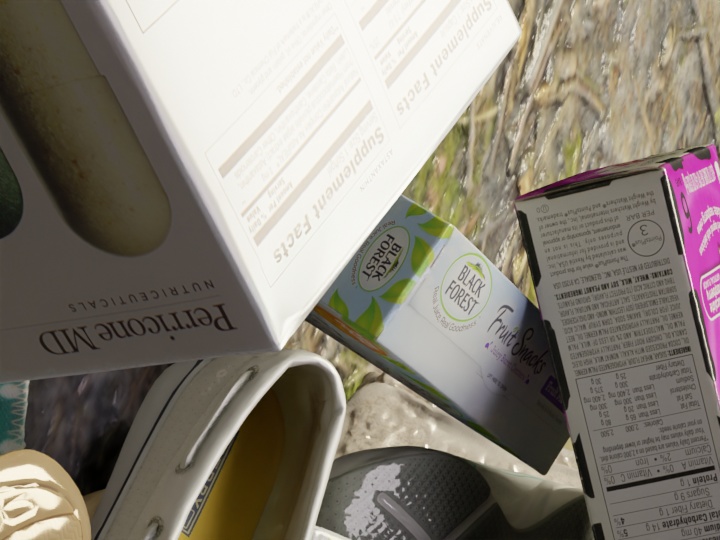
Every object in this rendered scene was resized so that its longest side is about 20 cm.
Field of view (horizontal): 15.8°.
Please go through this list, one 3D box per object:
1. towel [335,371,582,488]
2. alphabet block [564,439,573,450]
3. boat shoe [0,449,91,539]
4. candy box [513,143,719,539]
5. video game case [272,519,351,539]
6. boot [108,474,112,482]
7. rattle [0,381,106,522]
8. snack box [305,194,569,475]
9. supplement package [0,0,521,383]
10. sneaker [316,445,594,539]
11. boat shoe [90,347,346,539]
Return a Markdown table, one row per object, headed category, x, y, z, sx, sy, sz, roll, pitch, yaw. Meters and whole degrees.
| category | x | y | z | sx | sy | sz | roll | pitch | yaw |
| --- | --- | --- | --- | --- | --- | --- | --- | --- | --- |
| towel | 0.024 | 0.147 | 1.106 | 0.034 | 0.132 | 0.200 | 120 | -8 | -65 |
| alphabet block | 0.113 | 0.196 | 1.230 | 0.200 | 0.195 | 0.197 | -68 | 152 | -27 |
| boat shoe | -0.156 | 0.131 | 0.765 | 0.072 | 0.065 | 0.200 | 54 | 53 | -28 |
| candy box | 0.121 | 0.058 | 0.978 | 0.136 | 0.061 | 0.201 | -23 | 100 | -73 |
| video game case | 0.011 | 0.208 | 0.897 | 0.182 | 0.022 | 0.200 | 28 | 75 | -39 |
| boot | -0.020 | 0.160 | 0.978 | 0.073 | 0.153 | 0.204 | -43 | 138 | -53 |
| rattle | -0.119 | 0.119 | 0.897 | 0.200 | 0.143 | 0.130 | 38 | 74 | -23 |
| snack box | 0.000 | 0.000 | 0.964 | 0.053 | 0.142 | 0.200 | -57 | 153 | -4 |
| supplement package | -0.086 | -0.095 | 0.658 | 0.151 | 0.152 | 0.200 | -53 | 125 | -45 |
| sneaker | 0.025 | 0.104 | 1.020 | 0.200 | 0.080 | 0.071 | 19 | 87 | -57 |
| boat shoe | -0.049 | 0.112 | 0.814 | 0.075 | 0.086 | 0.202 | 39 | 59 | -28 |
